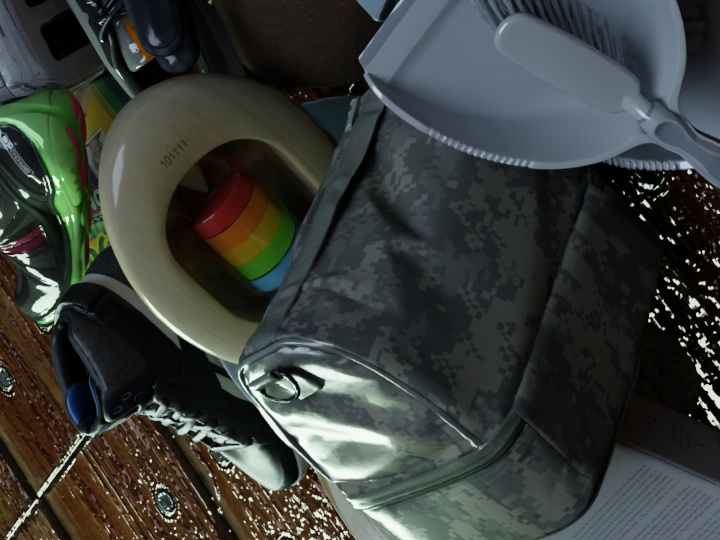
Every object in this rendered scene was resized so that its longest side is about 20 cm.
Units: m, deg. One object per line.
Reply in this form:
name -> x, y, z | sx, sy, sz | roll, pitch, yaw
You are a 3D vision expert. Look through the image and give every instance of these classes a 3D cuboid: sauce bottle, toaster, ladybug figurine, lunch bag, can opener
sauce bottle -> 0.112, 0.110, 1.022 | 0.065, 0.064, 0.200 | 50, 134, 18
toaster -> -0.225, -0.153, 1.172 | 0.128, 0.200, 0.114 | -17, 105, 31
ladybug figurine -> -0.069, -0.028, 1.003 | 0.200, 0.136, 0.072 | 50, 170, -36
lunch bag -> 0.040, 0.017, 0.910 | 0.168, 0.201, 0.139 | 41, 143, -22
can opener -> -0.126, -0.195, 0.964 | 0.078, 0.063, 0.202 | -26, 80, 14

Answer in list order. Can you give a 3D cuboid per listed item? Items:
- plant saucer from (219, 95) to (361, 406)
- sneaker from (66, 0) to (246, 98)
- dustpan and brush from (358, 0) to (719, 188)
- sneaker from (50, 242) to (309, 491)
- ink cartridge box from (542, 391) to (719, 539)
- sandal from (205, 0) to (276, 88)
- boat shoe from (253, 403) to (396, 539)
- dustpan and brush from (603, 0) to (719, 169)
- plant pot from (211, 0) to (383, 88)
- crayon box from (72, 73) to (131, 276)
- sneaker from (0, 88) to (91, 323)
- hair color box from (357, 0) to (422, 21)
plant saucer -> 0.000, 0.000, 1.076 | 0.199, 0.039, 0.203 | 3, 96, 23
sneaker -> -0.129, -0.159, 1.019 | 0.074, 0.079, 0.201 | -30, 108, 13
dustpan and brush -> 0.117, -0.087, 0.860 | 0.140, 0.199, 0.057 | -51, 29, 25
sneaker -> -0.124, 0.086, 1.163 | 0.073, 0.112, 0.201 | -18, 113, 48
ink cartridge box -> 0.150, 0.164, 0.990 | 0.175, 0.045, 0.200 | 25, 131, -13
sandal -> -0.074, -0.181, 1.077 | 0.054, 0.080, 0.202 | 21, 125, 49
boat shoe -> -0.006, 0.088, 1.128 | 0.069, 0.074, 0.200 | -47, 67, 18
dustpan and brush -> 0.097, -0.112, 0.943 | 0.199, 0.057, 0.141 | -6, 101, 44
plant pot -> -0.023, -0.204, 0.970 | 0.186, 0.186, 0.201 | 31, 136, 32
crayon box -> -0.163, -0.060, 1.221 | 0.199, 0.058, 0.120 | -17, 93, 45
sneaker -> -0.209, -0.042, 1.140 | 0.201, 0.083, 0.077 | 97, 173, -52
hair color box -> 0.063, -0.214, 0.843 | 0.061, 0.098, 0.201 | 49, 131, 31
